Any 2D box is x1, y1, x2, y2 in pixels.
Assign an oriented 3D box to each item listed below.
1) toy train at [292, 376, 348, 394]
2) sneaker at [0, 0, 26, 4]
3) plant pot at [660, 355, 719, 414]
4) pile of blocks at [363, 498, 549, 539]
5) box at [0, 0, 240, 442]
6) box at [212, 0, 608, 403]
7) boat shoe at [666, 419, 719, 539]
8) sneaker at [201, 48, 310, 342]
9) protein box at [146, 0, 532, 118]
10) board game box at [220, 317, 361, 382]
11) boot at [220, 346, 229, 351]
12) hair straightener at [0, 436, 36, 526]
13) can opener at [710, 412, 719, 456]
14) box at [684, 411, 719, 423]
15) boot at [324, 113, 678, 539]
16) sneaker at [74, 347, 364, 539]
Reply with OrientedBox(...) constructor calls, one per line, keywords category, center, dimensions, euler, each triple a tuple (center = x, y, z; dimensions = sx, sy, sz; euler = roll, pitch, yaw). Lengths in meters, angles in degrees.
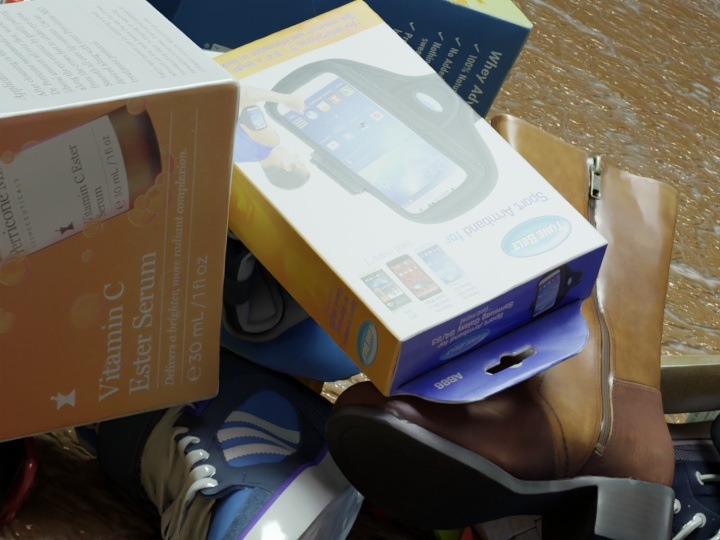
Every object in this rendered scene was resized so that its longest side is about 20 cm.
OrientedBox(category="toy train", center=(-0.033, 0.013, 1.447), dimensions=(0.200, 0.150, 0.056), euler=(35, -24, 26))
OrientedBox(category="sneaker", center=(-0.187, -0.174, 1.800), dimensions=(0.199, 0.077, 0.082), euler=(25, -7, -9))
OrientedBox(category="plant pot", center=(0.118, 0.060, 1.515), dimensions=(0.199, 0.028, 0.200), euler=(-1, -1, 0))
OrientedBox(category="pile of blocks", center=(0.042, 0.118, 1.377), dimensions=(0.062, 0.082, 0.200), euler=(-24, 27, -11))
OrientedBox(category="box", center=(-0.164, -0.017, 1.193), dimensions=(0.199, 0.153, 0.106), euler=(-12, 32, -28))
OrientedBox(category="box", center=(0.012, -0.028, 1.242), dimensions=(0.119, 0.042, 0.200), euler=(-25, 55, -32))
OrientedBox(category="boat shoe", center=(0.161, 0.129, 1.461), dimensions=(0.199, 0.075, 0.093), euler=(-6, 49, -48))
OrientedBox(category="sneaker", center=(-0.091, -0.038, 1.323), dimensions=(0.201, 0.077, 0.147), euler=(0, 42, -1))
OrientedBox(category="protein box", center=(-0.054, -0.103, 1.570), dimensions=(0.199, 0.199, 0.135), euler=(15, 23, -32))
OrientedBox(category="board game box", center=(0.000, 0.000, 1.375), dimensions=(0.199, 0.039, 0.158), euler=(-19, 46, -23))
OrientedBox(category="boot", center=(-0.105, -0.011, 1.391), dimensions=(0.199, 0.075, 0.097), euler=(27, 60, 12))
OrientedBox(category="hair straightener", center=(-0.186, 0.038, 1.280), dimensions=(0.077, 0.041, 0.200), euler=(20, 27, -19))
OrientedBox(category="can opener", center=(0.219, 0.157, 1.422), dimensions=(0.053, 0.067, 0.200), euler=(15, 37, -38))
OrientedBox(category="box", center=(0.261, 0.139, 1.568), dimensions=(0.082, 0.069, 0.200), euler=(8, 28, -42))
OrientedBox(category="boot", center=(0.069, 0.017, 1.279), dimensions=(0.188, 0.068, 0.201), euler=(17, 61, -25))
OrientedBox(category="sneaker", center=(-0.081, 0.091, 1.253), dimensions=(0.146, 0.081, 0.200), euler=(21, 22, 8))
